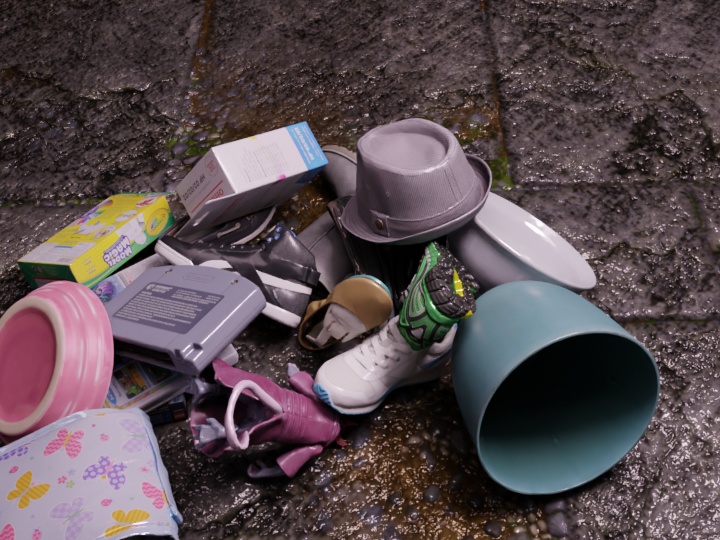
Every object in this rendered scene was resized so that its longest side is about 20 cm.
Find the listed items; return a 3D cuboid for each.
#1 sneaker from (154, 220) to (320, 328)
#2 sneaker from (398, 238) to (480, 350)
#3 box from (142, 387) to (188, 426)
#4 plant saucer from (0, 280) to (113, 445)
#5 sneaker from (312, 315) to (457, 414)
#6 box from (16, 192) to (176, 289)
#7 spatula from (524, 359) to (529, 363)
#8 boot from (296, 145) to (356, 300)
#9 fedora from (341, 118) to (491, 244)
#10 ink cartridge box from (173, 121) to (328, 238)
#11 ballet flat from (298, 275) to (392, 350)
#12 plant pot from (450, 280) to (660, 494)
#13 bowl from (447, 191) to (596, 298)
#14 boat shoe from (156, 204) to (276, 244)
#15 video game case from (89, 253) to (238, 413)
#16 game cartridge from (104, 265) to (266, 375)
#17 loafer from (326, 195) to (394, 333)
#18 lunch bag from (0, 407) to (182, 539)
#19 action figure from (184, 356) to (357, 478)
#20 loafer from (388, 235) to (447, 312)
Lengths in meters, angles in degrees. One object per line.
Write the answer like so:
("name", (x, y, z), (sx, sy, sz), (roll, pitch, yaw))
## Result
("sneaker", (-0.142, -0.022, 1.099), (0.199, 0.073, 0.113), (27, 85, 2))
("sneaker", (0.075, 0.025, 0.977), (0.078, 0.085, 0.200), (46, 16, -2))
("box", (-0.286, 0.102, 1.078), (0.135, 0.040, 0.201), (-11, 48, -7))
("plant saucer", (-0.357, 0.107, 0.995), (0.199, 0.051, 0.203), (-11, 70, 33))
("sneaker", (0.028, 0.094, 0.997), (0.199, 0.081, 0.076), (-19, 50, -42))
("box", (-0.333, -0.045, 1.170), (0.116, 0.049, 0.200), (4, 36, 37))
("spatula", (0.136, 0.046, 1.111), (0.056, 0.021, 0.200), (-18, 45, -18))
("boot", (-0.046, -0.066, 1.201), (0.181, 0.073, 0.200), (32, 63, 27))
("fedora", (0.053, -0.114, 1.035), (0.176, 0.091, 0.200), (-35, 36, -17))
("ink cartridge box", (-0.153, -0.116, 1.143), (0.199, 0.115, 0.068), (-25, 83, -42))
("ballet flat", (-0.021, 0.058, 1.020), (0.068, 0.200, 0.063), (39, 68, -7))
("plant pot", (0.186, 0.104, 0.948), (0.199, 0.202, 0.161), (-14, 33, -9))
("bowl", (0.178, -0.010, 1.088), (0.200, 0.091, 0.202), (27, 23, -12))
("boat shoe", (-0.193, -0.066, 1.207), (0.074, 0.061, 0.200), (34, 58, 32))
("video game case", (-0.269, 0.080, 1.054), (0.181, 0.024, 0.200), (-29, 53, -20))
("game cartridge", (-0.202, 0.047, 0.995), (0.199, 0.042, 0.133), (8, 38, 40))
("loafer", (0.000, 0.000, 1.109), (0.062, 0.072, 0.202), (-6, 67, -7))
("lunch bag", (-0.283, 0.247, 0.894), (0.199, 0.128, 0.170), (-27, 49, -7))
("action figure", (-0.080, 0.146, 0.946), (0.199, 0.149, 0.135), (15, 66, -30))
("loafer", (0.081, -0.031, 1.135), (0.063, 0.072, 0.201), (-21, 45, 33))
